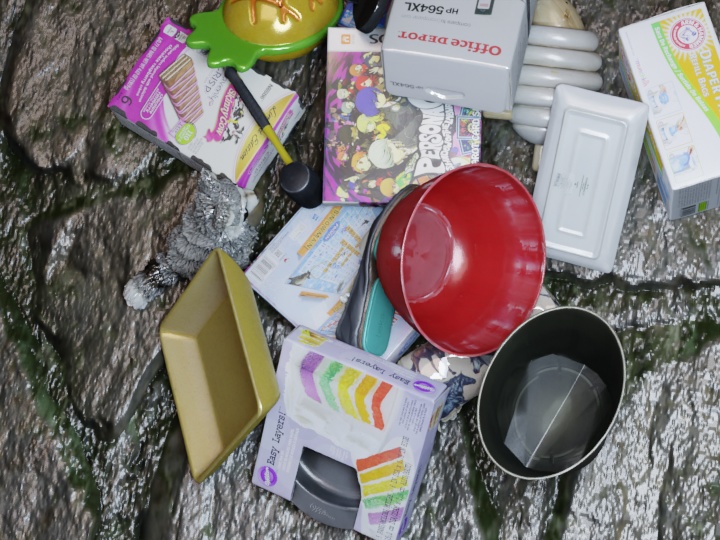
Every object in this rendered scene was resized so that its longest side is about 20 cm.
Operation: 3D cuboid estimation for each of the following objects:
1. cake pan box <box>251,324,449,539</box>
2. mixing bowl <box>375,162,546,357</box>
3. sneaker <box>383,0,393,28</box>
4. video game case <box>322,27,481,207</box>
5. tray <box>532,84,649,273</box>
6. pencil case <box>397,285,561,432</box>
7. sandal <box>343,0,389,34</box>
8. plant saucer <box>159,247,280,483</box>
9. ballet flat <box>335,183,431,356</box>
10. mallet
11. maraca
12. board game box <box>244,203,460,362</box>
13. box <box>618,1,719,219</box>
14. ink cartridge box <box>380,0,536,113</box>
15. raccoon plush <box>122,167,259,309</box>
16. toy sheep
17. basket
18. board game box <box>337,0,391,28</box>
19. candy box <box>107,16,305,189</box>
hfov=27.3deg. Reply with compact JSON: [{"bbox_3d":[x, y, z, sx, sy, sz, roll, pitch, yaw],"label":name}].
[{"bbox_3d":[-0.016,0.182,1.610,0.182,0.052,0.202,24,117,16],"label":"cake pan box"},{"bbox_3d":[0.090,-0.016,1.575,0.108,0.199,0.202,9,73,53],"label":"mixing bowl"},{"bbox_3d":[0.073,-0.335,1.731,0.079,0.070,0.203,4,85,7],"label":"sneaker"},{"bbox_3d":[0.049,-0.172,1.669,0.179,0.036,0.203,2,87,6],"label":"video game case"},{"bbox_3d":[0.246,-0.098,1.639,0.106,0.022,0.202,15,114,13],"label":"tray"},{"bbox_3d":[0.144,0.090,1.638,0.199,0.078,0.090,-31,103,0],"label":"pencil case"},{"bbox_3d":[0.001,-0.332,1.693,0.045,0.201,0.076,25,115,-16],"label":"sandal"},{"bbox_3d":[-0.152,0.107,1.647,0.048,0.200,0.202,-2,62,-31],"label":"plant saucer"},{"bbox_3d":[0.018,-0.002,1.633,0.072,0.073,0.203,16,84,14],"label":"ballet flat"},{"bbox_3d":[-0.100,-0.154,1.713,0.041,0.066,0.201,-35,60,5],"label":"mallet"},{"bbox_3d":[-0.112,-0.300,1.761,0.199,0.108,0.137,-32,54,-23],"label":"maraca"},{"bbox_3d":[0.000,0.000,1.700,0.199,0.041,0.200,41,85,18],"label":"board game box"},{"bbox_3d":[0.363,-0.177,1.652,0.100,0.113,0.202,-16,72,5],"label":"box"},{"bbox_3d":[0.114,-0.286,1.613,0.144,0.085,0.202,9,64,10],"label":"ink cartridge box"},{"bbox_3d":[-0.196,-0.026,1.701,0.097,0.134,0.200,43,86,16],"label":"raccoon plush"},{"bbox_3d":[0.210,-0.214,1.685,0.136,0.138,0.203,7,102,12],"label":"toy sheep"},{"bbox_3d":[0.204,0.143,1.549,0.135,0.200,0.182,28,82,15],"label":"basket"},{"bbox_3d":[0.104,-0.336,1.778,0.198,0.041,0.201,25,81,16],"label":"board game box"},{"bbox_3d":[-0.185,-0.196,1.784,0.199,0.061,0.137,31,82,16],"label":"candy box"}]
